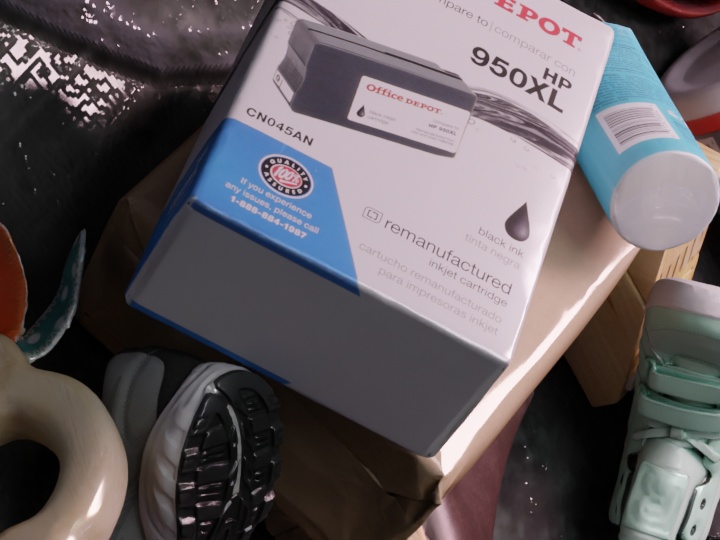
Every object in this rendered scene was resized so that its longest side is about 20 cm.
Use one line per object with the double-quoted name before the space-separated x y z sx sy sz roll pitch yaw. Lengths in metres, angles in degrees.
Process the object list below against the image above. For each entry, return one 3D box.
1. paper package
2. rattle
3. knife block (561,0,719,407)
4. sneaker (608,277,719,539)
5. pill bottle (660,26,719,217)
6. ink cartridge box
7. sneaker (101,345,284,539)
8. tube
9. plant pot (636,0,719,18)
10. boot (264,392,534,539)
"paper package" 0.000 0.000 1.114 0.191 0.103 0.200 42 50 2
"rattle" -0.139 0.093 1.018 0.143 0.130 0.200 53 20 -35
"knife block" 0.099 -0.048 1.307 0.064 0.175 0.200 -41 152 -42
"sneaker" 0.171 0.083 1.260 0.200 0.074 0.118 74 33 -67
"pill bottle" 0.266 -0.048 1.421 0.200 0.116 0.116 56 47 -17
"ink cartridge box" 0.009 -0.046 1.027 0.145 0.084 0.200 27 50 -8
"sneaker" -0.089 0.126 1.030 0.074 0.079 0.200 -3 110 -50
"tube" 0.117 -0.080 1.162 0.077 0.050 0.200 12 27 -18
"plant pot" 0.224 -0.250 1.389 0.200 0.182 0.201 14 69 -41
"boot" 0.053 0.118 1.193 0.200 0.072 0.166 49 51 -19
